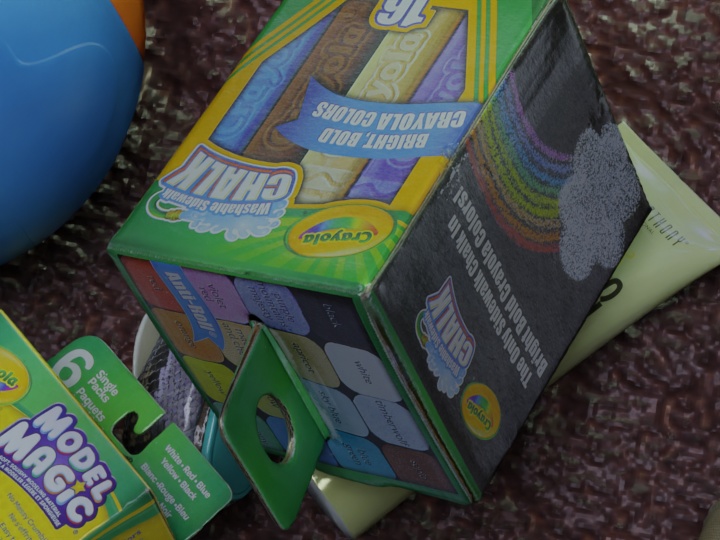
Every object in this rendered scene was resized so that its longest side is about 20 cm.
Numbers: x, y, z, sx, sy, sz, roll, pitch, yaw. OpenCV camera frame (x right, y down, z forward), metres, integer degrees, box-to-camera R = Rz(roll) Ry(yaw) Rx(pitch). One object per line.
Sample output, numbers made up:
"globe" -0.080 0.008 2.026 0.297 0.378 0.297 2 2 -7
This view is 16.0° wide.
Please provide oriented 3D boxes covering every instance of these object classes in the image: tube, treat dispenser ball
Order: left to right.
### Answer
"treat dispenser ball" -0.184 -0.094 1.023 0.199 0.201 0.203 -2 74 8
"tube" 0.056 0.025 1.031 0.200 0.052 0.058 -39 106 -8

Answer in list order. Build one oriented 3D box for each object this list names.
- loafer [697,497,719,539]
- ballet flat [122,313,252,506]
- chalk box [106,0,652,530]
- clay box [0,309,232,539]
"loafer" 0.147 0.126 0.976 0.200 0.076 0.067 -39 71 -14
"ballet flat" -0.051 -0.004 1.049 0.072 0.072 0.202 17 76 13
"chalk box" 0.000 0.000 0.961 0.123 0.125 0.200 11 54 36
"clay box" -0.157 0.098 0.931 0.200 0.048 0.115 -37 52 -13
